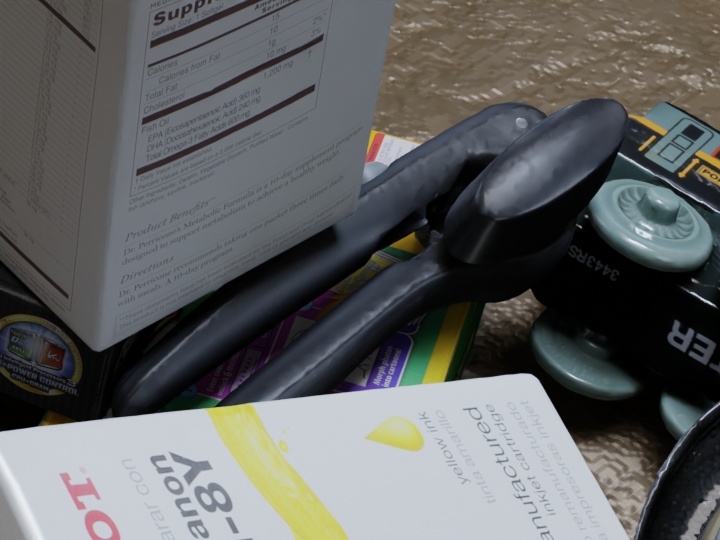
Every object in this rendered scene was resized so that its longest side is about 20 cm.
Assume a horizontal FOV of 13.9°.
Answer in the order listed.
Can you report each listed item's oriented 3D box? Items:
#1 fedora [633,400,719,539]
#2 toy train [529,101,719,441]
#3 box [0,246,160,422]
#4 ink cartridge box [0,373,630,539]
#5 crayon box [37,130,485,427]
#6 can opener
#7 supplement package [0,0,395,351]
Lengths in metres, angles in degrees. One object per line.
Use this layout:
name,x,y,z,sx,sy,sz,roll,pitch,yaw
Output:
fedora,0.183,0.101,0.887,0.199,0.092,0.202,2,70,-6
toy train,0.148,0.017,1.032,0.199,0.085,0.114,30,35,14
box,-0.121,-0.051,0.981,0.160,0.044,0.200,22,40,5
ink cartridge box,-0.011,0.111,0.721,0.199,0.083,0.146,-4,58,-47
crayon box,-0.027,0.029,0.998,0.118,0.058,0.200,15,41,5
can opener,0.000,0.000,0.947,0.200,0.079,0.063,-32,65,-28
supplement package,-0.061,-0.098,0.858,0.109,0.201,0.114,-29,58,-33
